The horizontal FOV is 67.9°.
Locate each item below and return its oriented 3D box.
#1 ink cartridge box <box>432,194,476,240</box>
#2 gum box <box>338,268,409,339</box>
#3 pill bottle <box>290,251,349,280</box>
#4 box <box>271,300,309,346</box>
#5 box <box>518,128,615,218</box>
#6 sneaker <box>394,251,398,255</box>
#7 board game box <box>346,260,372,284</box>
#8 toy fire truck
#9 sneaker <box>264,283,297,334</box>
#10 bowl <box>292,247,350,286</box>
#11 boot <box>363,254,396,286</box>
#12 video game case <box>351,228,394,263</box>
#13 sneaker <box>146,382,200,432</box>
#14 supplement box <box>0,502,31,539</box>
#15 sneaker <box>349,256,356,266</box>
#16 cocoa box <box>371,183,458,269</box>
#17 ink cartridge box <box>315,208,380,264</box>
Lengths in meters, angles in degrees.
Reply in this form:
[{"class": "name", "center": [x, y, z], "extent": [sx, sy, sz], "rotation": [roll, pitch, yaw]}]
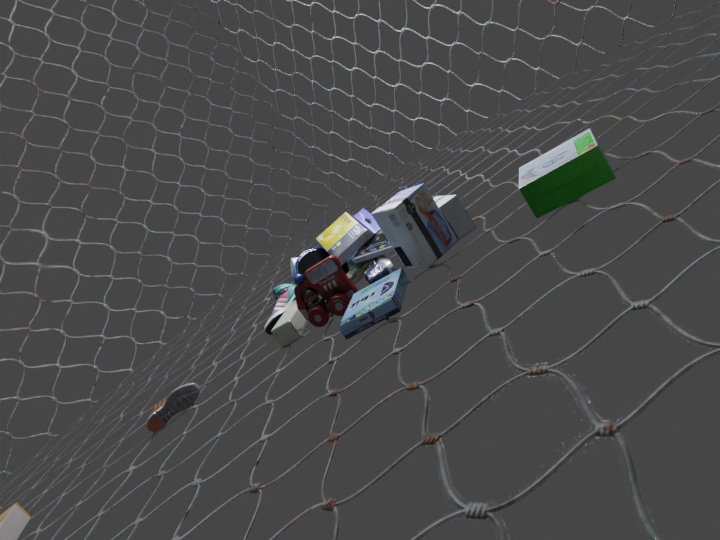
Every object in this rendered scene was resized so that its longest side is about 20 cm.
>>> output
[{"class": "ink cartridge box", "center": [0.254, -0.160, 1.606], "extent": [0.068, 0.116, 0.200], "rotation": [-35, 12, -6]}, {"class": "gum box", "center": [0.039, 0.085, 1.427], "extent": [0.169, 0.045, 0.200], "rotation": [-29, 15, 22]}, {"class": "pill bottle", "center": [-0.149, -0.019, 1.941], "extent": [0.198, 0.112, 0.111], "rotation": [-10, 7, -16]}, {"class": "box", "center": [-0.210, 0.158, 1.732], "extent": [0.082, 0.069, 0.200], "rotation": [-29, 15, 24]}, {"class": "box", "center": [0.503, -0.239, 1.320], "extent": [0.199, 0.097, 0.177], "rotation": [-29, 17, 29]}, {"class": "sneaker", "center": [0.175, -0.134, 1.745], "extent": [0.199, 0.100, 0.071], "rotation": [-27, 13, 26]}, {"class": "board game box", "center": [0.000, 0.000, 1.764], "extent": [0.200, 0.023, 0.105], "rotation": [-44, -18, -31]}, {"class": "toy fire truck", "center": [-0.114, 0.061, 1.613], "extent": [0.199, 0.169, 0.112], "rotation": [-29, 14, 24]}, {"class": "sneaker", "center": [-0.283, 0.122, 1.879], "extent": [0.200, 0.084, 0.120], "rotation": [-47, 44, -11]}, {"class": "bowl", "center": [-0.132, 0.004, 1.830], "extent": [0.201, 0.200, 0.040], "rotation": [-43, -20, -33]}, {"class": "boot", "center": [0.045, -0.004, 1.658], "extent": [0.090, 0.073, 0.200], "rotation": [-30, 13, -4]}, {"class": "video game case", "center": [0.079, -0.108, 1.696], "extent": [0.199, 0.023, 0.182], "rotation": [-16, 33, 48]}, {"class": "sneaker", "center": [-0.616, 0.431, 1.750], "extent": [0.200, 0.078, 0.112], "rotation": [-38, 14, -14]}, {"class": "supplement box", "center": [-1.101, 0.812, 1.609], "extent": [0.126, 0.074, 0.200], "rotation": [-37, 14, -8]}, {"class": "sneaker", "center": [0.029, -0.076, 1.947], "extent": [0.199, 0.080, 0.131], "rotation": [-36, 12, 0]}, {"class": "cocoa box", "center": [0.155, -0.123, 1.527], "extent": [0.131, 0.201, 0.133], "rotation": [-40, 15, -23]}, {"class": "ink cartridge box", "center": [-0.039, -0.128, 1.801], "extent": [0.200, 0.047, 0.198], "rotation": [-44, 32, 0]}]
